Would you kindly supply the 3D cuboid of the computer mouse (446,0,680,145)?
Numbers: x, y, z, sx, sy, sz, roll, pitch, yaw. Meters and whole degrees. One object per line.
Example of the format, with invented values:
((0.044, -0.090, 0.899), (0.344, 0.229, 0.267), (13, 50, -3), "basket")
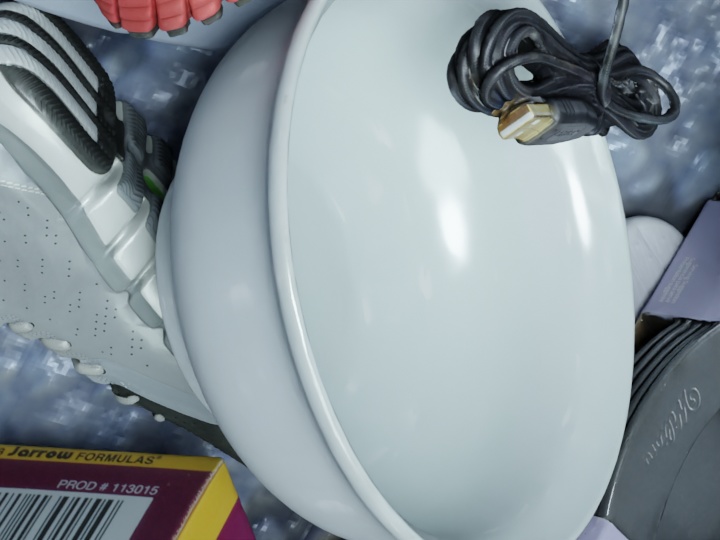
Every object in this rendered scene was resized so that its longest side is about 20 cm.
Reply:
((0.082, -0.135, 0.853), (0.109, 0.044, 0.201), (-6, 117, -52), "computer mouse")

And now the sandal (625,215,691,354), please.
((0.051, 0.070, 0.998), (0.079, 0.059, 0.208), (28, 93, -37), "sandal")

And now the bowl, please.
((0.000, 0.000, 0.869), (0.090, 0.202, 0.201), (-10, 132, 33), "bowl")

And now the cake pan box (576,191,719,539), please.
((0.142, 0.100, 0.979), (0.200, 0.052, 0.185), (46, 67, -31), "cake pan box")

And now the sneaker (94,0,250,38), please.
((-0.008, -0.146, 0.781), (0.199, 0.078, 0.082), (-33, 123, 10), "sneaker")

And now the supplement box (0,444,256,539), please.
((-0.091, 0.166, 0.970), (0.130, 0.103, 0.201), (0, 130, 27), "supplement box")

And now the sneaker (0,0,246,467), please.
((-0.100, 0.009, 0.919), (0.115, 0.075, 0.200), (-26, 121, 18), "sneaker")

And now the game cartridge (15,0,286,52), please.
((-0.090, -0.146, 0.830), (0.199, 0.041, 0.134), (25, 112, -25), "game cartridge")
